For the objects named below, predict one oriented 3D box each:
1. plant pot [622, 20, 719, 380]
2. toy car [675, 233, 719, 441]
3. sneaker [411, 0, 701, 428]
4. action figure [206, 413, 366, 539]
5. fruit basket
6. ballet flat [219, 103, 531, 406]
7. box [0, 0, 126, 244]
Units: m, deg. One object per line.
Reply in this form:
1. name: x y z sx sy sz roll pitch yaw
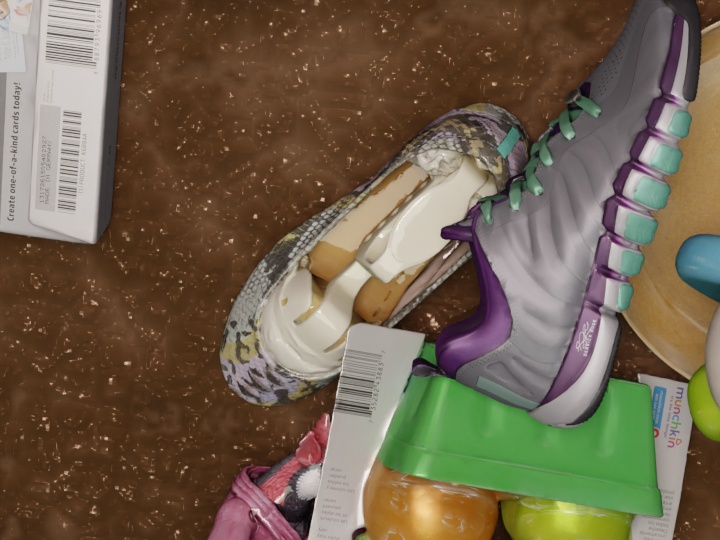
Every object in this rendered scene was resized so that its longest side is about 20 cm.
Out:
1. plant pot: 0.209 -0.032 0.912 0.198 0.028 0.202 2 109 5
2. toy car: 0.225 -0.001 0.839 0.199 0.175 0.151 -25 71 14
3. sneaker: 0.086 -0.036 0.849 0.087 0.074 0.202 16 91 -4
4. action figure: -0.052 0.163 0.991 0.148 0.133 0.202 25 102 42
5. fruit basket: 0.060 0.137 0.923 0.183 0.094 0.202 10 95 -16
6. ballet flat: 0.000 0.000 0.923 0.072 0.072 0.200 43 109 -10
7. box: -0.213 -0.104 0.922 0.198 0.041 0.157 7 110 2
